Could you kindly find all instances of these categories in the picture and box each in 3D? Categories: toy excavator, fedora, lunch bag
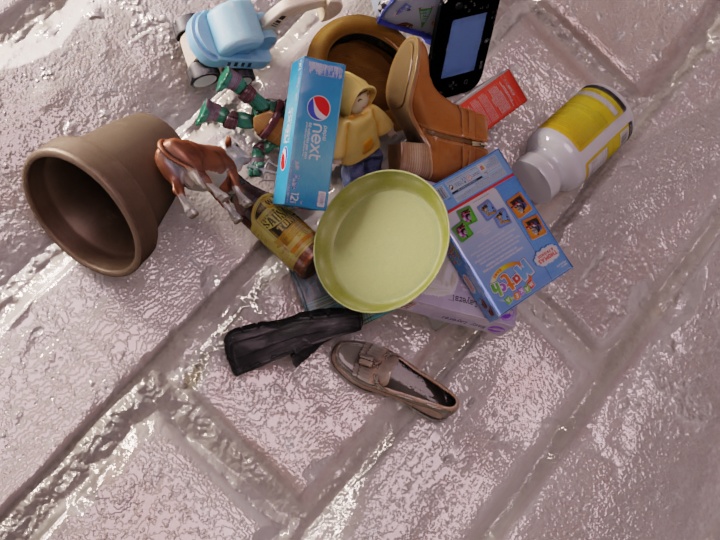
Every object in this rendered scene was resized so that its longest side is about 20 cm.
[{"bbox_3d":[-0.147,-0.352,1.495,0.193,0.199,0.101,-8,76,-42],"label":"toy excavator"},{"bbox_3d":[0.001,-0.289,1.575,0.198,0.082,0.204,6,74,-23],"label":"fedora"},{"bbox_3d":[0.100,-0.450,1.605,0.198,0.124,0.172,4,54,-37],"label":"lunch bag"}]

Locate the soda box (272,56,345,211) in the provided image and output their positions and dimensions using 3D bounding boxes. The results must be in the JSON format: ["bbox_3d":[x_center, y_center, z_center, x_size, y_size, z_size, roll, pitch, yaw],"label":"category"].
[{"bbox_3d":[-0.071,-0.187,1.425,0.063,0.068,0.203,8,91,-19],"label":"soda box"}]

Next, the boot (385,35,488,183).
[{"bbox_3d":[0.116,-0.228,1.475,0.153,0.074,0.203,-2,103,-27],"label":"boot"}]

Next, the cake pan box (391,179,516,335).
[{"bbox_3d":[0.137,-0.020,1.456,0.198,0.052,0.187,16,70,-17],"label":"cake pan box"}]

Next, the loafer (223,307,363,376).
[{"bbox_3d":[-0.091,0.099,1.441,0.198,0.068,0.071,-13,98,-3],"label":"loafer"}]

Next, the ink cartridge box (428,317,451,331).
[{"bbox_3d":[0.145,-0.028,1.541,0.145,0.083,0.202,-18,80,-19],"label":"ink cartridge box"}]

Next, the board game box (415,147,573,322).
[{"bbox_3d":[0.186,-0.051,1.438,0.150,0.037,0.201,-29,84,-27],"label":"board game box"}]

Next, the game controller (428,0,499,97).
[{"bbox_3d":[0.154,-0.349,1.580,0.103,0.201,0.042,-11,52,-16],"label":"game controller"}]

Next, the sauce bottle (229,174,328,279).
[{"bbox_3d":[-0.132,-0.073,1.471,0.200,0.066,0.066,41,68,14],"label":"sauce bottle"}]

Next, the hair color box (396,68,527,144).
[{"bbox_3d":[0.151,-0.224,1.585,0.199,0.101,0.062,-37,98,-21],"label":"hair color box"}]

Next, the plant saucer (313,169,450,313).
[{"bbox_3d":[0.031,-0.036,1.390,0.197,0.031,0.203,-8,70,21],"label":"plant saucer"}]

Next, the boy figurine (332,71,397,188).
[{"bbox_3d":[0.004,-0.192,1.486,0.123,0.202,0.064,-25,38,-29],"label":"boy figurine"}]

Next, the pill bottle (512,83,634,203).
[{"bbox_3d":[0.332,-0.197,1.626,0.200,0.112,0.112,-41,88,-22],"label":"pill bottle"}]

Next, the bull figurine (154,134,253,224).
[{"bbox_3d":[-0.202,-0.129,1.392,0.065,0.199,0.122,-39,75,22],"label":"bull figurine"}]

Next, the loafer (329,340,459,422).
[{"bbox_3d":[0.053,0.151,1.476,0.198,0.063,0.073,28,69,-7],"label":"loafer"}]

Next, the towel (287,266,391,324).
[{"bbox_3d":[0.000,0.000,1.483,0.198,0.022,0.148,-24,81,5],"label":"towel"}]

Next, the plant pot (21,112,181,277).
[{"bbox_3d":[-0.327,-0.122,1.396,0.200,0.200,0.175,39,51,-2],"label":"plant pot"}]

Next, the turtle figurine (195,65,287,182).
[{"bbox_3d":[-0.132,-0.210,1.509,0.198,0.101,0.151,27,104,-19],"label":"turtle figurine"}]
